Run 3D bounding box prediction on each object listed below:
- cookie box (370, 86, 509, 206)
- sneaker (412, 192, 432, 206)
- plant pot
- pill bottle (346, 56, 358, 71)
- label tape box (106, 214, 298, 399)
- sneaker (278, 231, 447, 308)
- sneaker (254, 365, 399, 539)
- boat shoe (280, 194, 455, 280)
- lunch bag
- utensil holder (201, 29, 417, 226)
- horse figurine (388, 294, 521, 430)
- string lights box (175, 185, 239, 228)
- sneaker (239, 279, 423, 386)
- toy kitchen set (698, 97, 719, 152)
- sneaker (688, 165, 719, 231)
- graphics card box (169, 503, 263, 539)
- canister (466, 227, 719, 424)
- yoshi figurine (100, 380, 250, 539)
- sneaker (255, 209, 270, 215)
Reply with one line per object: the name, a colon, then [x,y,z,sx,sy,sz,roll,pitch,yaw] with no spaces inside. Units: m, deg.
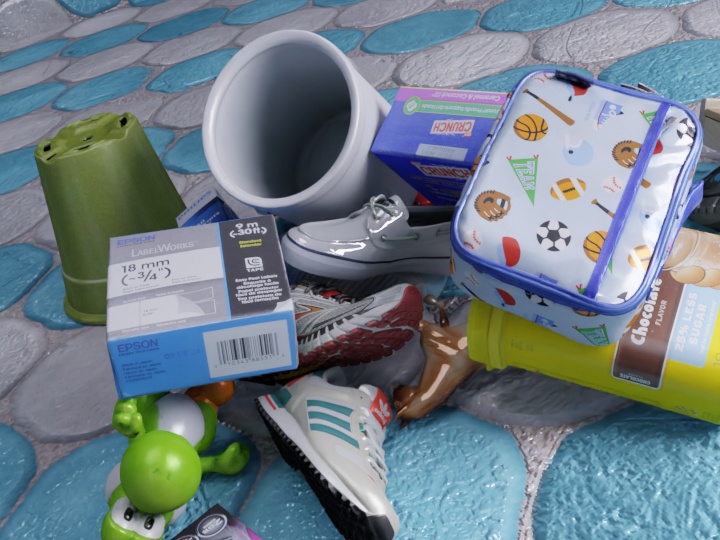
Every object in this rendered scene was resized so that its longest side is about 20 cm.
cookie box: [0.136,-0.087,0.896,0.169,0.199,0.076,15,77,43]
sneaker: [0.061,-0.077,1.058,0.196,0.078,0.086,-15,38,8]
plant pot: [-0.287,-0.073,1.106,0.196,0.193,0.201,-13,29,7]
pill bottle: [-0.099,-0.238,1.375,0.196,0.112,0.111,-6,30,18]
label tape box: [-0.136,0.006,0.792,0.141,0.064,0.201,-9,37,-8]
sneaker: [0.000,0.000,0.964,0.198,0.075,0.081,21,30,34]
sneaker: [-0.008,0.129,0.733,0.093,0.071,0.199,-31,28,-15]
boat shoe: [0.020,-0.038,0.859,0.197,0.068,0.074,-1,29,-34]
lunch bag: [0.162,-0.054,0.694,0.158,0.076,0.202,21,65,18]
utensil holder: [-0.039,-0.125,0.969,0.167,0.174,0.199,-2,-10,23]
horse figurine: [0.108,0.052,0.824,0.196,0.051,0.133,-13,40,-5]
string lights box: [-0.126,-0.001,0.977,0.059,0.103,0.200,-39,29,3]
sneaker: [-0.034,0.041,0.820,0.198,0.084,0.077,-18,-22,34]
toy kitchen set: [0.437,-0.206,0.936,0.196,0.184,0.163,3,17,-1]
sneaker: [0.355,-0.047,0.864,0.073,0.082,0.200,-43,10,7]
graphics card box: [-0.080,0.240,0.602,0.125,0.052,0.199,-34,32,-28]
canister: [0.199,0.024,0.732,0.197,0.087,0.150,14,58,21]
yoshi figurine: [-0.151,0.135,0.766,0.110,0.114,0.201,-5,33,7]
sneaker: [-0.035,-0.120,1.185,0.144,0.082,0.201,4,31,18]
